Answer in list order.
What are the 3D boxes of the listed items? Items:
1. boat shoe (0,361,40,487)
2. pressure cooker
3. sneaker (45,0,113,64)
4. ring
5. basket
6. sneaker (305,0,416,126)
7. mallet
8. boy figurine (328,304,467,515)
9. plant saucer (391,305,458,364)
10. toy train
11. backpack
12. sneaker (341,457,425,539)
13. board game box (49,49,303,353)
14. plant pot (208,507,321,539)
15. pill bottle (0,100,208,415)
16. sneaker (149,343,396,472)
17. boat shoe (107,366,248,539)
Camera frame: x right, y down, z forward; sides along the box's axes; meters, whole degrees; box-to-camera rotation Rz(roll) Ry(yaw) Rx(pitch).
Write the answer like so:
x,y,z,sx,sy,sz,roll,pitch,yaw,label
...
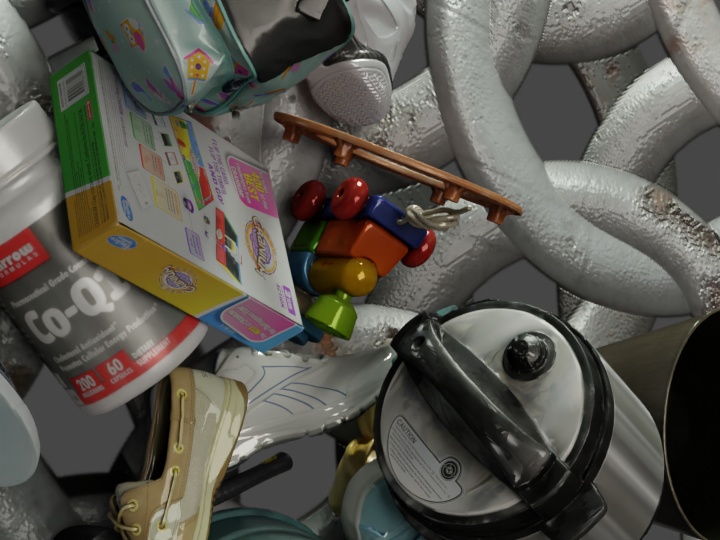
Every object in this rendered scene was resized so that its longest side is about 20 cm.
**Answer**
x,y,z,sx,sy,sz,roll,pitch,yaw,label
-0.271,0.050,1.130,0.071,0.091,0.200,-19,123,14,boat shoe
0.105,0.116,1.170,0.200,0.175,0.179,44,51,-53,pressure cooker
-0.147,-0.171,1.248,0.200,0.070,0.100,33,78,-18,sneaker
0.026,-0.074,1.257,0.200,0.200,0.019,21,90,-25,ring
0.225,0.123,1.339,0.136,0.200,0.181,11,80,-31,basket
-0.021,-0.217,1.287,0.200,0.075,0.115,60,41,-37,sneaker
-0.138,0.178,1.241,0.200,0.066,0.041,-23,98,-43,mallet
0.044,0.112,1.324,0.200,0.064,0.124,-44,115,-26,boy figurine
0.078,0.115,1.294,0.070,0.019,0.200,-46,131,-23,plant saucer
0.000,0.000,1.235,0.085,0.200,0.116,34,76,-24,toy train
-0.104,-0.188,1.123,0.153,0.200,0.176,-29,91,-10,backpack
0.048,0.225,1.263,0.074,0.082,0.200,-37,130,-21,sneaker
-0.126,-0.045,1.175,0.200,0.040,0.153,33,34,-47,board game box
-0.045,0.274,1.188,0.200,0.196,0.201,2,86,-28,plant pot
-0.205,-0.009,1.171,0.114,0.114,0.200,-42,105,-24,pill bottle
-0.063,0.089,1.246,0.200,0.075,0.087,-20,86,-12,sneaker
-0.139,0.161,1.158,0.066,0.074,0.200,23,66,-19,boat shoe
